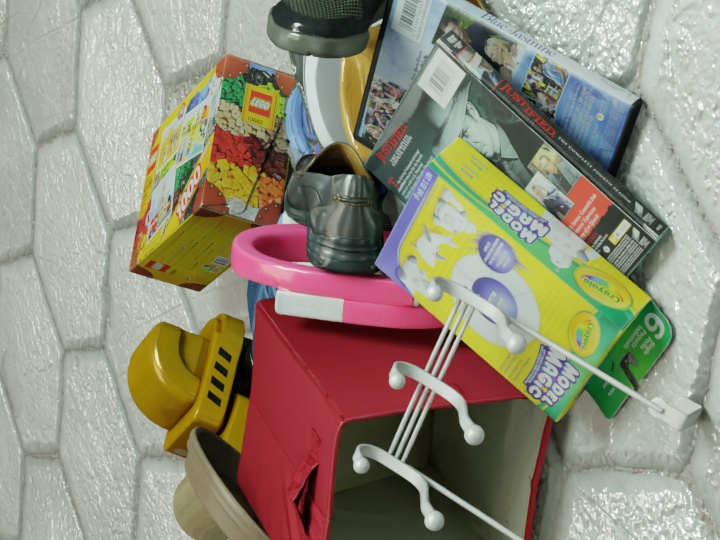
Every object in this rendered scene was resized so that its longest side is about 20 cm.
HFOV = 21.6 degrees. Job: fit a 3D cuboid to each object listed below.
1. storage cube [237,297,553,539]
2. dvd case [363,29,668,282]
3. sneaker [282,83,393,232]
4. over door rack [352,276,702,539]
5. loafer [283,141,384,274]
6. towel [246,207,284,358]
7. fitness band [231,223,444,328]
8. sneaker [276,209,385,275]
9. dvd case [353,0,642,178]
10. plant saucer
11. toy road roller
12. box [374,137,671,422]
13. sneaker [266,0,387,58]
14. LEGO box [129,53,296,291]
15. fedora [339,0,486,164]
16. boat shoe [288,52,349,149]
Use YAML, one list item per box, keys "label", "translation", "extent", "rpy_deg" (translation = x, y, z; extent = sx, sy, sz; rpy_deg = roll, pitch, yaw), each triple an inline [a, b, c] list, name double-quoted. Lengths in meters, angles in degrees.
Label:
- label: "storage cube"
  translation: [0.019, 0.128, 1.424]
  extent: [0.180, 0.198, 0.173]
  rpy_deg: [-129, 40, -53]
- label: "dvd case"
  translation: [0.103, -0.052, 1.303]
  extent: [0.200, 0.022, 0.146]
  rpy_deg: [42, 140, 8]
- label: "sneaker"
  translation: [-0.013, -0.082, 1.568]
  extent: [0.075, 0.078, 0.202]
  rpy_deg: [57, -161, -56]
- label: "over door rack"
  translation: [0.105, 0.113, 1.243]
  extent: [0.199, 0.067, 0.149]
  rpy_deg: [27, 109, 9]
- label: "loafer"
  translation: [-0.014, -0.062, 1.423]
  extent: [0.200, 0.072, 0.073]
  rpy_deg: [-122, 38, -67]
- label: "towel"
  translation: [-0.071, 0.044, 1.659]
  extent: [0.201, 0.048, 0.112]
  rpy_deg: [-101, 20, -50]
- label: "fitness band"
  translation: [0.000, 0.000, 1.426]
  extent: [0.144, 0.198, 0.038]
  rpy_deg: [-64, -19, -70]
- label: "sneaker"
  translation: [-0.002, 0.008, 1.577]
  extent: [0.087, 0.074, 0.201]
  rpy_deg: [-55, 53, 37]
- label: "dvd case"
  translation: [0.090, -0.105, 1.319]
  extent: [0.199, 0.018, 0.144]
  rpy_deg: [32, 130, 20]
- label: "plant saucer"
  translation: [-0.076, 0.210, 1.540]
  extent: [0.029, 0.200, 0.200]
  rpy_deg: [-43, 45, 3]
- label: "toy road roller"
  translation: [-0.148, 0.135, 1.738]
  extent: [0.123, 0.145, 0.202]
  rpy_deg: [134, 154, -56]
- label: "box"
  translation: [0.111, 0.016, 1.297]
  extent: [0.200, 0.048, 0.118]
  rpy_deg: [39, 139, 10]
- label: "sneaker"
  translation: [-0.010, -0.221, 1.330]
  extent: [0.076, 0.200, 0.115]
  rpy_deg: [16, 120, 14]
- label: "LEGO box"
  translation: [-0.135, -0.085, 1.728]
  extent: [0.200, 0.076, 0.150]
  rpy_deg: [-35, 44, 59]
- label: "fedora"
  translation: [0.038, -0.129, 1.434]
  extent: [0.200, 0.081, 0.203]
  rpy_deg: [22, 115, 58]
- label: "boat shoe"
  translation: [-0.029, -0.178, 1.554]
  extent: [0.056, 0.068, 0.202]
  rpy_deg: [-33, 56, 47]
